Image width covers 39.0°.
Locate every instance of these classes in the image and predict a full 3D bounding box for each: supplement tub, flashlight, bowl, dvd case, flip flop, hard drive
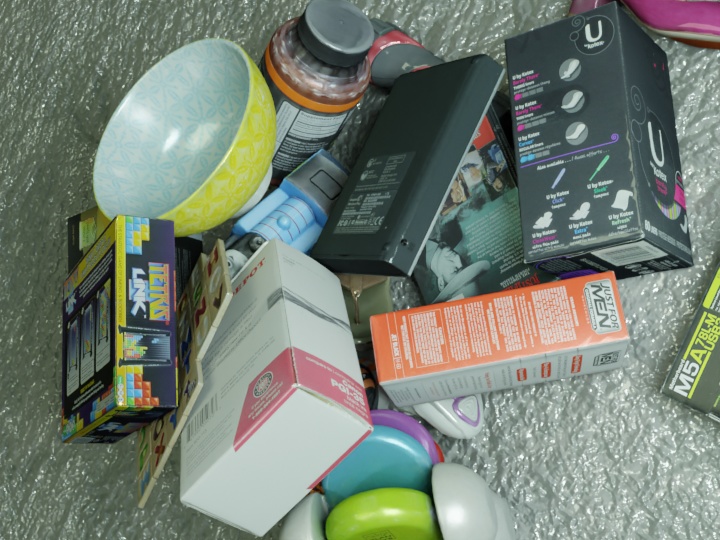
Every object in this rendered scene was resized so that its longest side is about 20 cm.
[{"bbox_3d":[-0.057,-0.180,1.022,0.200,0.107,0.107,-53,49,50],"label":"supplement tub"},{"bbox_3d":[0.069,-0.179,1.002,0.200,0.068,0.068,43,114,35],"label":"flashlight"},{"bbox_3d":[-0.148,-0.108,0.974,0.200,0.108,0.201,-19,55,28],"label":"bowl"},{"bbox_3d":[0.092,-0.054,0.945,0.146,0.022,0.201,-33,72,38],"label":"dvd case"},{"bbox_3d":[0.000,0.000,0.959,0.081,0.058,0.200,4,43,14],"label":"flip flop"},{"bbox_3d":[0.038,-0.091,0.889,0.139,0.033,0.201,2,64,60],"label":"hard drive"}]

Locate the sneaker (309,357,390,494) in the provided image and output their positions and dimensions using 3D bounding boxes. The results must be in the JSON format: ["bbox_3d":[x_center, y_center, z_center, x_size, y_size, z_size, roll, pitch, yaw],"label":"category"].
[{"bbox_3d":[-0.051,0.170,0.946,0.078,0.112,0.201,39,128,32],"label":"sneaker"}]

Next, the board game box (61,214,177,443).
[{"bbox_3d":[-0.222,0.061,0.924,0.200,0.057,0.166,-31,58,57],"label":"board game box"}]

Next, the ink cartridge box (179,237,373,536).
[{"bbox_3d":[-0.076,0.090,0.841,0.147,0.083,0.200,-46,29,21],"label":"ink cartridge box"}]

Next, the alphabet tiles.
[{"bbox_3d":[-0.157,0.078,0.888,0.200,0.008,0.167,-62,23,21],"label":"alphabet tiles"}]

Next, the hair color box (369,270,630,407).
[{"bbox_3d":[0.115,0.061,0.847,0.199,0.102,0.061,-10,70,6],"label":"hair color box"}]

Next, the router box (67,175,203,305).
[{"bbox_3d":[-0.235,0.021,1.060,0.157,0.052,0.201,-18,69,32],"label":"router box"}]

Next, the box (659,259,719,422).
[{"bbox_3d":[0.353,0.045,0.759,0.193,0.047,0.201,26,96,39],"label":"box"}]

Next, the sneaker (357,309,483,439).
[{"bbox_3d":[0.038,0.104,0.969,0.200,0.075,0.100,40,121,36],"label":"sneaker"}]

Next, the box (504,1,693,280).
[{"bbox_3d":[0.200,-0.100,0.854,0.106,0.122,0.201,-13,72,33],"label":"box"}]

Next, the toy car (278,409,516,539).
[{"bbox_3d":[0.029,0.195,0.868,0.174,0.200,0.151,-16,63,13],"label":"toy car"}]

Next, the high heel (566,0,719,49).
[{"bbox_3d":[0.266,-0.249,0.872,0.200,0.067,0.097,25,105,40],"label":"high heel"}]

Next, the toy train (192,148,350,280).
[{"bbox_3d":[-0.081,-0.030,1.004,0.087,0.200,0.114,42,142,6],"label":"toy train"}]
